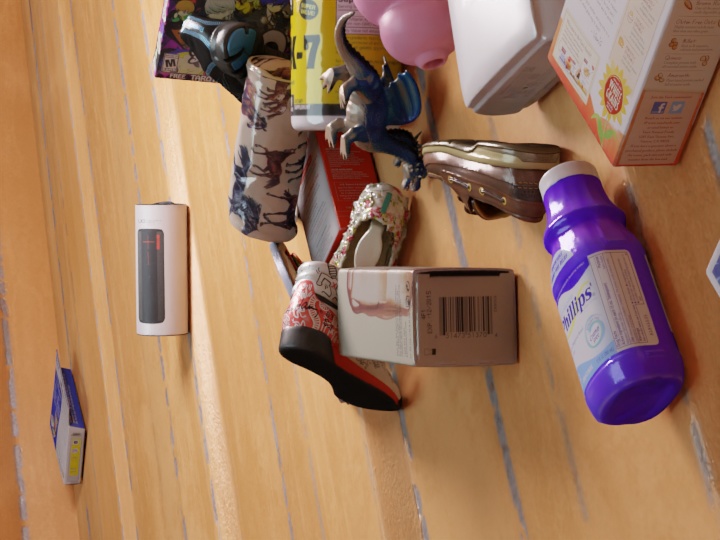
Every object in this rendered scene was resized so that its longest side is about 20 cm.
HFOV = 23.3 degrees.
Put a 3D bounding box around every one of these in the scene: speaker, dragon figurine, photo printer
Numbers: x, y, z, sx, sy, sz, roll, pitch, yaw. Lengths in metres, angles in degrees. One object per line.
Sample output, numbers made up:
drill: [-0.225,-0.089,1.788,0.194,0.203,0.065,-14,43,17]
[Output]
speaker: [-0.301,-0.004,2.647,0.081,0.081,0.201,-169,79,-70]
dragon figurine: [0.019,-0.166,1.666,0.059,0.099,0.201,41,142,54]
photo printer: [0.124,-0.248,1.425,0.166,0.069,0.201,139,127,-65]

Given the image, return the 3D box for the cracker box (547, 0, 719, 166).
cracker box: [0.204,-0.191,1.224,0.134,0.057,0.201,-112,27,-43]

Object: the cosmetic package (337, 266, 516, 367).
cosmetic package: [0.057,0.040,1.596,0.200,0.103,0.088,179,89,-69]

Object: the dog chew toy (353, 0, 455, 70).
dog chew toy: [0.040,-0.278,1.605,0.125,0.124,0.201,131,126,-62]

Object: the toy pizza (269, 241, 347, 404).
toy pizza: [-0.047,0.052,1.914,0.200,0.032,0.201,155,90,-90]

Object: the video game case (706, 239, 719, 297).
video game case: [0.285,-0.009,1.061,0.183,0.023,0.201,-111,26,-43]

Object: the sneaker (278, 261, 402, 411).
sneaker: [-0.008,0.064,1.747,0.067,0.201,0.109,-3,65,31]

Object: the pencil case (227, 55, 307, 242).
pencil case: [-0.092,-0.128,1.863,0.078,0.089,0.201,26,118,35]

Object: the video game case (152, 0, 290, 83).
video game case: [-0.117,-0.280,1.916,0.182,0.199,0.036,109,159,-43]

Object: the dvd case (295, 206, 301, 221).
dvd case: [-0.088,-0.174,2.120,0.149,0.016,0.201,-139,51,-63]

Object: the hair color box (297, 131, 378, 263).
hair color box: [-0.029,-0.098,1.889,0.102,0.061,0.201,116,146,-52]

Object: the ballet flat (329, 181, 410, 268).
ballet flat: [0.000,0.000,1.786,0.064,0.075,0.201,-70,-6,-54]

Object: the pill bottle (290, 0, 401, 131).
pill bottle: [-0.015,-0.241,1.760,0.114,0.114,0.201,-171,80,-70]

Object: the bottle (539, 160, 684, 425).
bottle: [0.180,0.012,1.295,0.084,0.065,0.201,114,148,-54]

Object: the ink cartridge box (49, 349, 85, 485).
ink cartridge box: [-0.598,0.298,3.578,0.198,0.047,0.201,-115,31,-51]

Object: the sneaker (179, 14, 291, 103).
sneaker: [-0.124,-0.223,1.909,0.082,0.200,0.073,24,77,29]

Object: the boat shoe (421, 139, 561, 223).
boat shoe: [0.105,-0.077,1.493,0.200,0.072,0.068,-165,76,-67]
